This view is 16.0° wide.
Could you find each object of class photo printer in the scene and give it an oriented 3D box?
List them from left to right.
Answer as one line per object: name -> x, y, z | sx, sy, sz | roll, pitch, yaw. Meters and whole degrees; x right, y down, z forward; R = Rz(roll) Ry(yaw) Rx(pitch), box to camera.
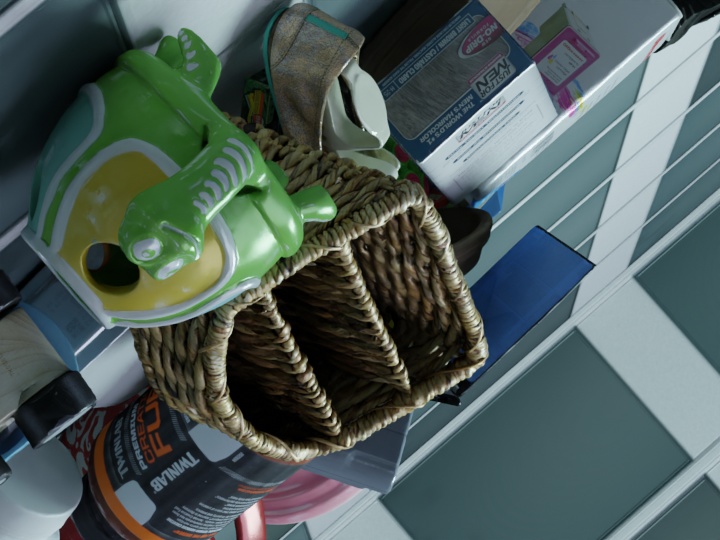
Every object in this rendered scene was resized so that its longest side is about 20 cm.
photo printer -> -0.141, 0.017, 1.629 | 0.166, 0.070, 0.200 | -43, 170, 9

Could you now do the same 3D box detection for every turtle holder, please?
turtle holder -> -0.096, -0.030, 1.313 | 0.132, 0.185, 0.141 | -41, 130, -7

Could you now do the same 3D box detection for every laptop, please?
laptop -> 0.039, 0.017, 1.815 | 0.187, 0.199, 0.117 | -134, -124, -77

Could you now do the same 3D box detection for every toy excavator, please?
toy excavator -> -0.254, 0.100, 1.524 | 0.194, 0.100, 0.200 | -39, 178, -9

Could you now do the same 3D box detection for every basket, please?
basket -> -0.033, 0.032, 1.469 | 0.143, 0.148, 0.200 | -58, 153, -22

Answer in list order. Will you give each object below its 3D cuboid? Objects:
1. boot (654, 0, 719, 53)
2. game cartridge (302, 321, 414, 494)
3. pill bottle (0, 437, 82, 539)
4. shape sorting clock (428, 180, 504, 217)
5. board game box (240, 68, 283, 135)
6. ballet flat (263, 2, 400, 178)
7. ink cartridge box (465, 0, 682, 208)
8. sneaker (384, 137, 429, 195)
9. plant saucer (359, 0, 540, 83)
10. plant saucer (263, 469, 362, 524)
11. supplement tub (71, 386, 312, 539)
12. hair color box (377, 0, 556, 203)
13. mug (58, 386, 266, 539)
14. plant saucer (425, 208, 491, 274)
boot -> 0.314, -0.267, 2.103 | 0.157, 0.080, 0.211 | -28, 175, -28
game cartridge -> -0.015, 0.056, 1.925 | 0.041, 0.132, 0.201 | 114, -8, -65
pill bottle -> -0.275, 0.193, 1.747 | 0.200, 0.111, 0.111 | -48, 168, 31
shape sorting clock -> 0.059, -0.051, 2.076 | 0.200, 0.039, 0.200 | -36, -167, 10
board game box -> -0.050, -0.038, 1.589 | 0.105, 0.023, 0.201 | -40, 143, -56
ballet flat -> -0.013, -0.074, 1.524 | 0.201, 0.067, 0.068 | 78, 34, -53
ink cartridge box -> 0.136, -0.146, 1.913 | 0.200, 0.085, 0.145 | -40, 177, -2
sneaker -> -0.012, -0.063, 1.833 | 0.083, 0.077, 0.200 | -11, -169, 28
plant saucer -> 0.066, -0.168, 1.753 | 0.200, 0.030, 0.200 | -39, 170, -8
plant saucer -> -0.058, 0.096, 1.988 | 0.200, 0.201, 0.051 | -42, 143, 2
supplement tub -> -0.111, 0.121, 1.707 | 0.200, 0.107, 0.107 | -40, 173, 36
hair color box -> 0.070, -0.110, 1.710 | 0.100, 0.061, 0.200 | -42, 170, 2
mug -> -0.131, 0.126, 1.878 | 0.200, 0.177, 0.134 | 120, -7, -49
plant saucer -> 0.000, 0.000, 1.818 | 0.199, 0.030, 0.200 | -15, -167, 3
